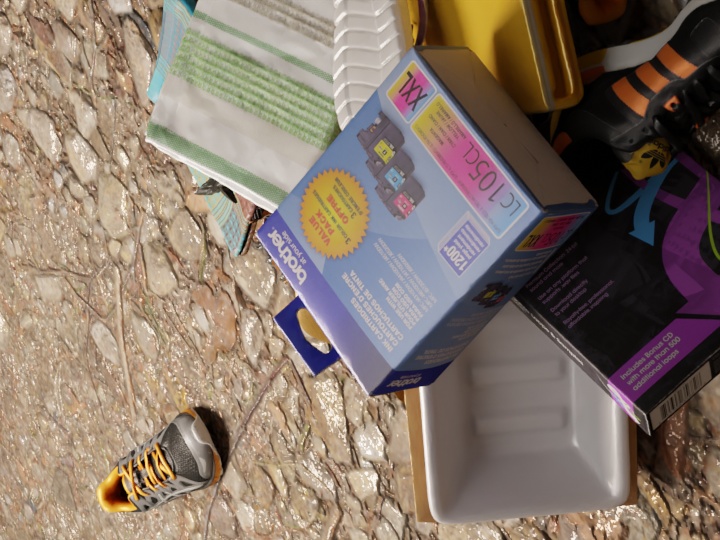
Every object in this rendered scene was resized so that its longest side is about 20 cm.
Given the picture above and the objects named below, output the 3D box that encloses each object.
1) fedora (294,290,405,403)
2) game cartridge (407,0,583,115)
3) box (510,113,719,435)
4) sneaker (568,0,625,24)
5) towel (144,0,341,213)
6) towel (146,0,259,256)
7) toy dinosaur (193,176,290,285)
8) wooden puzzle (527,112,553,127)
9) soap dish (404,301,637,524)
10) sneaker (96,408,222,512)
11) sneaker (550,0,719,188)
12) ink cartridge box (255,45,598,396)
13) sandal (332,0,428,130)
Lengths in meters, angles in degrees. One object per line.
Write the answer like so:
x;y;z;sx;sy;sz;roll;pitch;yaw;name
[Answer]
0.000;0.000;1.215;0.081;0.201;0.202;-2;110;15;fedora
0.068;-0.183;1.094;0.200;0.032;0.177;-173;69;-71;game cartridge
0.161;-0.014;1.058;0.200;0.143;0.036;44;170;32;box
0.172;-0.204;0.990;0.200;0.078;0.078;-23;87;67;sneaker
-0.062;-0.154;1.240;0.149;0.031;0.201;29;103;21;towel
-0.131;-0.130;1.472;0.201;0.022;0.147;61;151;27;towel
-0.037;-0.068;1.316;0.135;0.102;0.200;36;120;4;toy dinosaur
0.073;-0.147;1.199;0.200;0.037;0.186;7;113;53;wooden puzzle
0.107;0.071;1.172;0.081;0.156;0.201;-95;0;-68;soap dish
-0.204;0.204;1.735;0.079;0.077;0.200;62;144;13;sneaker
0.187;-0.097;0.998;0.200;0.070;0.090;-20;51;51;sneaker
0.028;-0.019;1.046;0.200;0.076;0.137;-49;66;29;ink cartridge box
0.019;-0.170;1.132;0.082;0.050;0.204;-9;84;57;sandal
